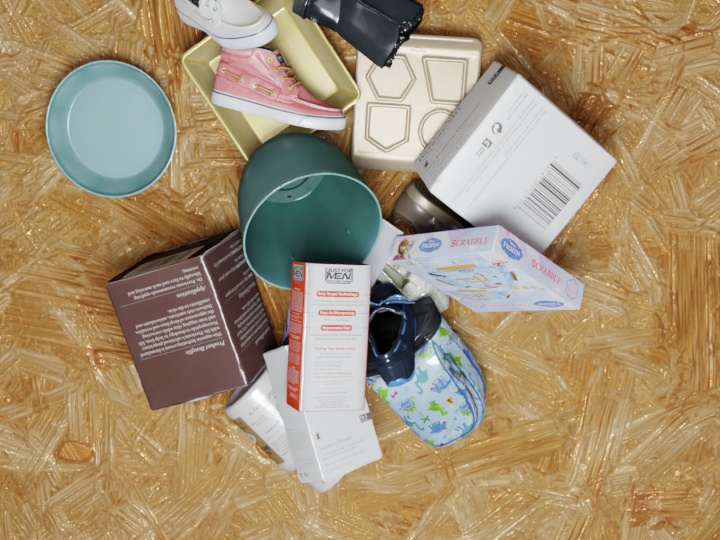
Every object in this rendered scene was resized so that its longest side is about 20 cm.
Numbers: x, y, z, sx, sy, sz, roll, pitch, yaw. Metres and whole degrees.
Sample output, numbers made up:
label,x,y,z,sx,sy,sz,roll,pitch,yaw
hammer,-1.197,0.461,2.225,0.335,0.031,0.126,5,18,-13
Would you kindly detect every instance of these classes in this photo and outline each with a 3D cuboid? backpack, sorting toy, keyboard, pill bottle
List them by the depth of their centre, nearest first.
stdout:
label,x,y,z,sx,sy,sz,roll,pitch,yaw
sorting toy,0.081,-0.246,1.474,0.182,0.037,0.203,4,107,2
keyboard,0.000,0.000,1.494,0.056,0.011,0.201,30,128,0
backpack,0.105,0.166,1.507,0.162,0.155,0.200,-31,127,21
pill bottle,-0.104,0.243,1.543,0.114,0.114,0.200,-43,100,10

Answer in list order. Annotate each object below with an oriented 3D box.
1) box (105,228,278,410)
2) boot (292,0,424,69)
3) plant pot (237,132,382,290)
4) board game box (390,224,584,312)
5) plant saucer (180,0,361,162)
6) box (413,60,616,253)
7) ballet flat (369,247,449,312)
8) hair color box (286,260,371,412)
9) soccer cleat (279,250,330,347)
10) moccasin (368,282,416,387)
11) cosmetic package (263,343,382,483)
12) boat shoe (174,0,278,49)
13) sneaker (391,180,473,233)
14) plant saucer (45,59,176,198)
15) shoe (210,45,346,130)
label,x,y,z,sx,sy,sz,roll,pitch,yaw
box,-0.244,0.069,1.475,0.164,0.164,0.203,-14,102,15
boot,0.019,-0.402,1.397,0.167,0.076,0.202,29,83,0
plant pot,-0.085,-0.101,1.424,0.197,0.162,0.203,-11,132,-12
board game box,0.178,0.002,1.407,0.198,0.198,0.042,30,68,-37
plant saucer,-0.129,-0.284,1.464,0.199,0.048,0.201,-33,100,9
box,0.216,-0.151,1.418,0.199,0.131,0.200,35,101,-18
ballet flat,0.057,-0.001,1.503,0.199,0.072,0.072,40,101,-6
hair color box,-0.044,0.090,1.382,0.100,0.061,0.204,2,94,-23
soccer cleat,-0.083,0.059,1.531,0.067,0.073,0.202,1,127,-33
moccasin,0.044,0.074,1.411,0.079,0.201,0.069,-23,125,5
cosmetic package,-0.056,0.197,1.464,0.112,0.081,0.203,-17,89,-33
boat shoe,-0.199,-0.363,1.384,0.074,0.198,0.067,-51,142,-21
sneaker,0.136,-0.050,1.505,0.199,0.071,0.076,40,120,-3
plant saucer,-0.370,-0.212,1.495,0.196,0.036,0.203,0,102,2
shoe,-0.110,-0.261,1.407,0.197,0.072,0.092,14,106,3
